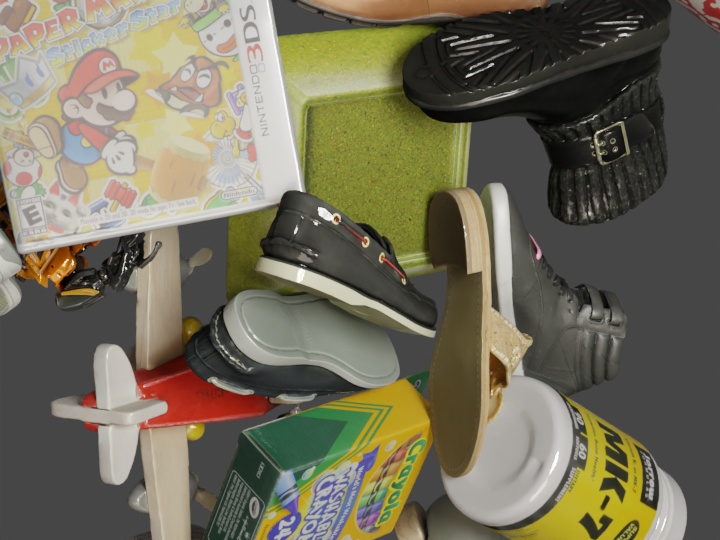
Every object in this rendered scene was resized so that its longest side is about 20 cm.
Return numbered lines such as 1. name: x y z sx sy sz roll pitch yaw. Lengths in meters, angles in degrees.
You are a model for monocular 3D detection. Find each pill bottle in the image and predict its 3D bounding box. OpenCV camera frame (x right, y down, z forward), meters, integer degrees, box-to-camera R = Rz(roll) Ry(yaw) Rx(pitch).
1. pill bottle: 0.161 0.165 1.404 0.114 0.115 0.199 -45 136 14

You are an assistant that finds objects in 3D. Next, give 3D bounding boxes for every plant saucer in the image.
1. plant saucer: 0.004 -0.070 1.308 0.198 0.048 0.202 -10 117 -28

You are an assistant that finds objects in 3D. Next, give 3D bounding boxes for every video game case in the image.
1. video game case: -0.149 -0.118 1.219 0.198 0.023 0.184 -10 96 0

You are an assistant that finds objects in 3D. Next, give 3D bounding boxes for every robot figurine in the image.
1. robot figurine: -0.185 -0.071 1.295 0.200 0.145 0.058 -48 153 7

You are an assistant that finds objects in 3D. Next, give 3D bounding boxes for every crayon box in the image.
1. crayon box: -0.018 0.156 1.371 0.199 0.052 0.126 -16 138 -43

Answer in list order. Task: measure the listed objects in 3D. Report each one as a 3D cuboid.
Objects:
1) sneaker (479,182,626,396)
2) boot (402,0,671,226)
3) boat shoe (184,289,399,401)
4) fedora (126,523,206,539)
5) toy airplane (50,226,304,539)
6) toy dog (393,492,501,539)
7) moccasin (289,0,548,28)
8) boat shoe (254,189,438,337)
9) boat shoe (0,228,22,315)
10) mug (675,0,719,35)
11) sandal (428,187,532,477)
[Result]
1. sneaker: 0.147 0.013 1.393 0.098 0.071 0.201 -14 120 -1
2. boot: 0.130 -0.102 1.296 0.209 0.080 0.159 -14 131 -15
3. boat shoe: -0.046 0.056 1.298 0.060 0.076 0.199 -33 150 26
4. fedora: -0.161 0.280 1.465 0.176 0.090 0.201 33 101 -19
5. toy airplane: -0.144 0.086 1.355 0.199 0.141 0.201 46 70 -34
6. toy dog: 0.091 0.250 1.440 0.131 0.201 0.096 -15 135 28
7. moccasin: 0.037 -0.210 1.278 0.199 0.074 0.078 2 112 -7
8. boat shoe: 0.002 0.001 1.254 0.201 0.073 0.064 29 77 -55
9. boat shoe: -0.281 0.005 1.282 0.065 0.202 0.075 -38 93 -17
10. mug: 0.273 -0.245 1.257 0.199 0.134 0.178 36 108 -22
11. sandal: 0.095 0.044 1.329 0.069 0.077 0.214 -9 103 -27
